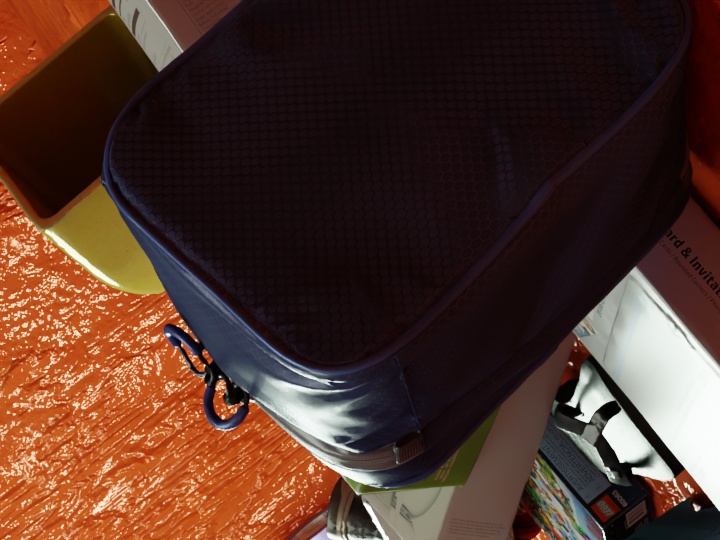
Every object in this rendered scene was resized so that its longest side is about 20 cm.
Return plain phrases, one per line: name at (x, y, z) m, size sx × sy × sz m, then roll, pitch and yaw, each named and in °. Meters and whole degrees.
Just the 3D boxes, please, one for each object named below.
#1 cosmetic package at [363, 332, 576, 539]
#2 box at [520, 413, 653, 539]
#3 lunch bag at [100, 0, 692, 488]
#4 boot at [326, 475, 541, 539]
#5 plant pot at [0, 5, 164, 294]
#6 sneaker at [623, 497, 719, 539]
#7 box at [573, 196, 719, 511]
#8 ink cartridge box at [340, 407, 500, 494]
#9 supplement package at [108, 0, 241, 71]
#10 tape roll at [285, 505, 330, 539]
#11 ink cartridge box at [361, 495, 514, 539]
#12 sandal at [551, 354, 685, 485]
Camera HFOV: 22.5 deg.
cosmetic package at (0.038, 0.061, 1.055) m, size 0.051 × 0.152 × 0.200 m, roll 12°, pitch -166°, yaw -29°
box at (0.139, 0.145, 1.190) m, size 0.137 × 0.038 × 0.200 m, roll 49°, pitch 171°, yaw 30°
lunch bag at (0.016, -0.023, 0.619) m, size 0.136 × 0.200 × 0.132 m, roll 43°, pitch 171°, yaw 26°
boot at (0.080, 0.185, 1.478) m, size 0.150 × 0.200 × 0.074 m, roll 13°, pitch 108°, yaw 27°
plant pot at (-0.223, -0.094, 1.753) m, size 0.196 × 0.194 × 0.200 m, roll 46°, pitch 174°, yaw 41°
sneaker at (0.175, 0.170, 0.951) m, size 0.081 × 0.076 × 0.200 m, roll 58°, pitch 172°, yaw 1°
box at (0.121, 0.015, 0.743) m, size 0.200 × 0.041 × 0.156 m, roll 52°, pitch 172°, yaw 16°
ink cartridge box at (0.000, 0.000, 0.974) m, size 0.075 × 0.148 × 0.200 m, roll 2°, pitch -148°, yaw -38°
supplement package at (-0.066, -0.158, 0.825) m, size 0.200 × 0.114 × 0.110 m, roll 55°, pitch 171°, yaw -3°
tape roll at (-0.052, 0.454, 2.994) m, size 0.085 × 0.200 × 0.200 m, roll 53°, pitch 172°, yaw -3°
ink cartridge box at (0.050, 0.123, 1.256) m, size 0.200 × 0.083 × 0.146 m, roll 68°, pitch -167°, yaw -61°
sandal at (0.132, 0.090, 0.981) m, size 0.076 × 0.043 × 0.200 m, roll 52°, pitch 172°, yaw 8°
